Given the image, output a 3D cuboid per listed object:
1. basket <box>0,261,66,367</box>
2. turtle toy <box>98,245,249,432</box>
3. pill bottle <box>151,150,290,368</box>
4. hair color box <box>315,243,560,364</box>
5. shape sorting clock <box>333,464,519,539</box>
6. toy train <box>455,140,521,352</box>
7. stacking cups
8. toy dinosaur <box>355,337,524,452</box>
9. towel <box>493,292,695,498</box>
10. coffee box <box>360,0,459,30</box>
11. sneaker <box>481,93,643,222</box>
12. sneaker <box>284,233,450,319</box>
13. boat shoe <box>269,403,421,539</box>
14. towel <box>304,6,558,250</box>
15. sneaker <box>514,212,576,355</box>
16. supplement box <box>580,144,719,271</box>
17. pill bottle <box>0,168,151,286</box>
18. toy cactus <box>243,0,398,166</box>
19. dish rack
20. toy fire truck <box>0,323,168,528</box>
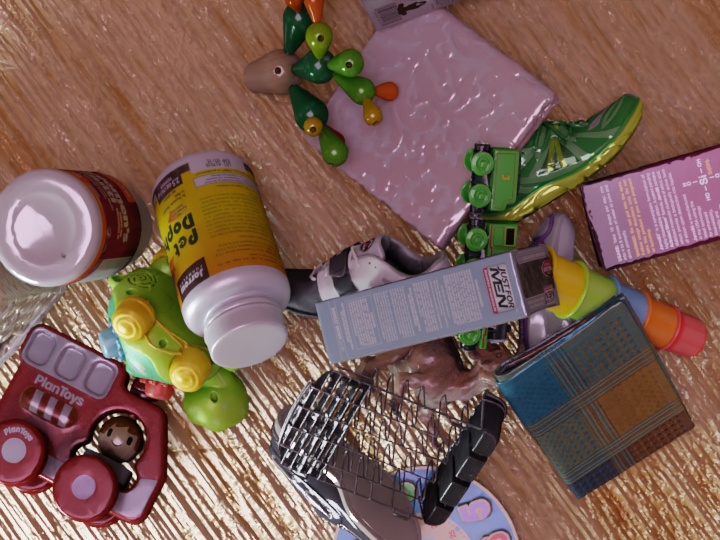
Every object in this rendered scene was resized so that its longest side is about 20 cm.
[{"bbox_3d":[-0.451,0.020,1.421,0.200,0.161,0.198,45,99,6],"label":"basket"},{"bbox_3d":[-0.184,0.079,1.404,0.200,0.146,0.101,44,121,-10],"label":"turtle toy"},{"bbox_3d":[-0.133,-0.010,1.359,0.108,0.109,0.202,-26,59,9],"label":"pill bottle"},{"bbox_3d":[0.070,0.030,1.260,0.198,0.099,0.062,-15,89,26],"label":"hair color box"},{"bbox_3d":[0.067,0.301,1.417,0.197,0.039,0.204,0,93,8],"label":"shape sorting clock"},{"bbox_3d":[0.121,-0.022,1.318,0.055,0.042,0.203,1,101,-12],"label":"toy train"},{"bbox_3d":[0.245,0.041,1.330,0.198,0.060,0.061,24,96,-24],"label":"stacking cups"},{"bbox_3d":[0.069,0.084,1.390,0.199,0.086,0.136,39,87,22],"label":"toy dinosaur"},{"bbox_3d":[0.228,0.124,1.338,0.146,0.022,0.201,-32,126,7],"label":"towel"},{"bbox_3d":[0.086,-0.329,1.349,0.197,0.080,0.116,-19,71,9],"label":"coffee box"},{"bbox_3d":[0.189,-0.118,1.362,0.199,0.074,0.084,-33,92,9],"label":"sneaker"},{"bbox_3d":[0.000,0.000,1.379,0.197,0.074,0.090,4,121,12],"label":"sneaker"},{"bbox_3d":[-0.018,0.224,1.405,0.200,0.072,0.063,44,132,17],"label":"boat shoe"},{"bbox_3d":[0.068,-0.151,1.374,0.200,0.032,0.192,40,99,23],"label":"towel"},{"bbox_3d":[0.203,0.045,1.381,0.098,0.075,0.203,3,91,-14],"label":"sneaker"},{"bbox_3d":[0.315,-0.068,1.327,0.197,0.110,0.087,-16,90,9],"label":"supplement box"},{"bbox_3d":[-0.277,-0.043,1.370,0.108,0.200,0.111,0,93,9],"label":"pill bottle"},{"bbox_3d":[-0.049,-0.206,1.372,0.164,0.102,0.203,-1,108,47],"label":"toy cactus"},{"bbox_3d":[0.026,0.160,1.326,0.198,0.055,0.154,22,124,-10],"label":"dish rack"},{"bbox_3d":[-0.287,0.166,1.437,0.198,0.112,0.170,24,77,5],"label":"toy fire truck"}]
